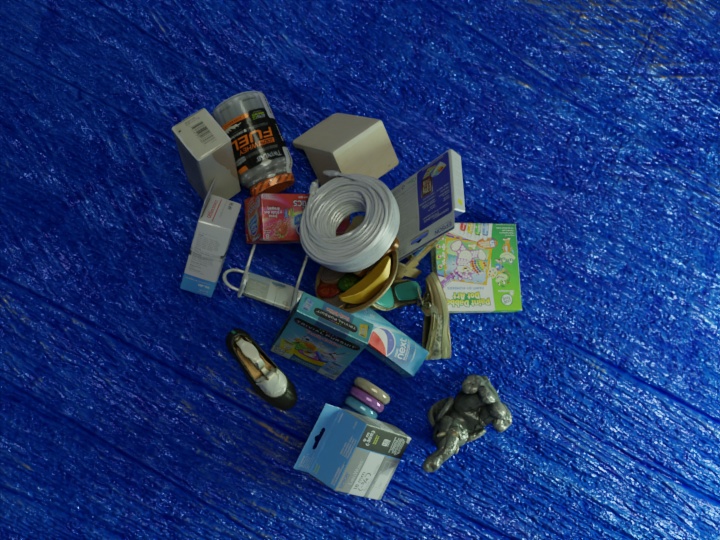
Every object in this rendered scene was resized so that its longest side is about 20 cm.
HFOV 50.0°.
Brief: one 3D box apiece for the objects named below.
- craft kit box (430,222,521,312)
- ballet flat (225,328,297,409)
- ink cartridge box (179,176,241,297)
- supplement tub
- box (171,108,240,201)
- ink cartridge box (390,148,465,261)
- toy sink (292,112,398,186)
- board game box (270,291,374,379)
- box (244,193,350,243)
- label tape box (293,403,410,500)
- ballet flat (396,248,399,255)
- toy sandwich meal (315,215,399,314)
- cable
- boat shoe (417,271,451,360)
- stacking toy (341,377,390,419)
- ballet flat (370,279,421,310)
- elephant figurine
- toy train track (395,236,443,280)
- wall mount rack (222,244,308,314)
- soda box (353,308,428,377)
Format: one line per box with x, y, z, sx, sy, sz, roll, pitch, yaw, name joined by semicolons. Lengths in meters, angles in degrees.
0.254;-0.006;1.711;0.198;0.048;0.200;-1;83;-14;craft kit box
-0.200;0.202;1.550;0.068;0.068;0.200;-43;92;-17;ballet flat
-0.286;-0.065;1.498;0.067;0.116;0.201;17;120;-9;ink cartridge box
-0.217;-0.257;1.597;0.122;0.123;0.201;-23;87;-16;supplement tub
-0.301;-0.215;1.522;0.078;0.200;0.095;-36;75;-16;box
0.132;-0.120;1.592;0.047;0.197;0.202;24;52;-34;ink cartridge box
-0.034;-0.246;1.634;0.130;0.200;0.113;-36;120;-18;toy sink
-0.080;0.134;1.522;0.150;0.200;0.047;25;56;-8;board game box
-0.128;-0.105;1.576;0.198;0.099;0.097;-2;89;-30;box
-0.013;0.358;1.508;0.199;0.063;0.145;26;91;-40;label tape box
0.000;0.000;1.597;0.067;0.199;0.047;33;36;-33;ballet flat
-0.012;-0.010;1.500;0.206;0.204;0.070;-56;137;-15;toy sandwich meal
-0.023;-0.091;1.468;0.198;0.069;0.201;9;67;30;cable
0.151;0.101;1.620;0.062;0.073;0.202;-9;111;-2;boat shoe
-0.024;0.322;1.570;0.085;0.085;0.201;34;79;-6;stacking toy
0.050;0.053;1.597;0.199;0.070;0.071;-2;78;-52;ballet flat
0.201;0.316;1.605;0.200;0.155;0.142;-42;55;8;elephant figurine
0.117;-0.039;1.638;0.200;0.114;0.033;-45;60;18;toy train track
-0.176;0.003;1.593;0.198;0.075;0.175;20;40;-11;wall mount rack
0.041;0.141;1.620;0.199;0.068;0.064;36;74;-6;soda box
